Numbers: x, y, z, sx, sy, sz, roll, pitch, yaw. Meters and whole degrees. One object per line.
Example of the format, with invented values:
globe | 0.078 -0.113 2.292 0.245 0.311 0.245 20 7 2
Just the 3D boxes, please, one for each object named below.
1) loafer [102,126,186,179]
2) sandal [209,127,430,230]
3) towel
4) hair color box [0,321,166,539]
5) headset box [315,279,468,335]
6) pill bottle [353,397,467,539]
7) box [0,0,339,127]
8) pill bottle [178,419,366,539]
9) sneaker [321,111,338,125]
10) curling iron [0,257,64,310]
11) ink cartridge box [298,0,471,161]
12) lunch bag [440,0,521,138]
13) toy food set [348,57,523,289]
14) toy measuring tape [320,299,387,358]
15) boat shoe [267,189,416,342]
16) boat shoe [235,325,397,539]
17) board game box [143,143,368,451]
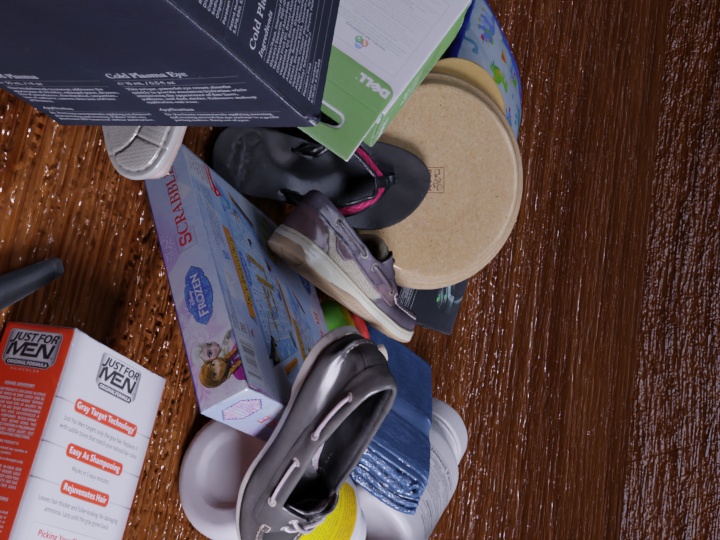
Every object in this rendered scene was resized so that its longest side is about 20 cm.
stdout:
loafer | -0.136 -0.162 0.680 0.063 0.070 0.205 11 80 -71
sandal | -0.027 -0.077 0.809 0.196 0.045 0.077 7 93 -25
towel | 0.020 0.140 0.962 0.111 0.049 0.201 38 27 -15
hair color box | -0.193 0.145 0.591 0.102 0.060 0.204 46 53 -57
headset box | 0.056 -0.037 1.024 0.199 0.091 0.178 20 88 -63
pill bottle | 0.041 0.222 1.032 0.200 0.112 0.117 -43 130 -55
box | -0.137 -0.159 0.522 0.182 0.196 0.107 30 68 -62
pill bottle | -0.063 0.197 0.822 0.200 0.102 0.106 51 48 -54
sneaker | -0.048 -0.173 0.883 0.087 0.074 0.204 -28 113 -40
curling iron | -0.233 0.034 0.542 0.200 0.025 0.050 -52 158 -58
ink cartridge box | -0.002 -0.176 0.807 0.201 0.103 0.059 -55 177 -23
lunch bag | 0.120 -0.196 1.140 0.201 0.125 0.173 76 25 -55
toy food set | 0.057 -0.084 0.889 0.049 0.194 0.204 -161 -126 -72
toy measuring tape | -0.019 0.058 0.873 0.200 0.072 0.075 147 -49 -75
boat shoe | 0.000 0.000 0.818 0.065 0.071 0.199 -56 138 -4
boat shoe | -0.032 0.133 0.658 0.066 0.057 0.203 -4 127 -43
board game box | -0.077 0.034 0.741 0.199 0.041 0.203 43 24 -58
